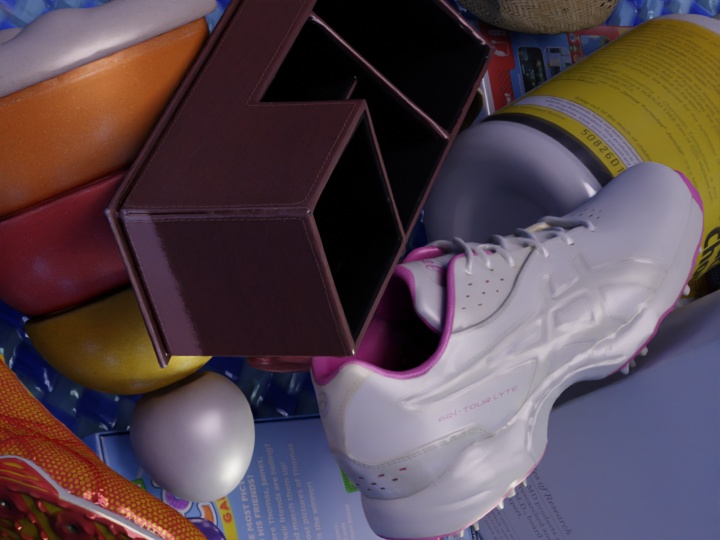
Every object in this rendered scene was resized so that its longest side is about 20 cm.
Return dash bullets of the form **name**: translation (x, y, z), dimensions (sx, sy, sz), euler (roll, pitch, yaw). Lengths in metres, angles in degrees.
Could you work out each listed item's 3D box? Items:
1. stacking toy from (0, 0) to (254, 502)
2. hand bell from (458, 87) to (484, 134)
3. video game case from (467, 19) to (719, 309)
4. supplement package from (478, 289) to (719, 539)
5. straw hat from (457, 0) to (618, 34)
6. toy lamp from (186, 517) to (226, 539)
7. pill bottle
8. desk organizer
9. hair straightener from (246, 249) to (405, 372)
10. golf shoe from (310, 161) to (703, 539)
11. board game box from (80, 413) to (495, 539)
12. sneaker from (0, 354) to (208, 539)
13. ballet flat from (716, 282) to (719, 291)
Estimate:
- **stacking toy**: translation (-0.096, -0.002, 1.067), dimensions (0.146, 0.146, 0.200), euler (-27, 100, -39)
- **hand bell**: translation (-0.028, -0.144, 1.202), dimensions (0.104, 0.104, 0.200), euler (-6, 68, -38)
- **video game case**: translation (0.137, -0.048, 1.325), dimensions (0.200, 0.017, 0.143), euler (-1, 77, -37)
- **supplement package**: translation (0.151, 0.076, 1.129), dimensions (0.117, 0.200, 0.117), euler (-31, 92, -38)
- **straw hat**: translation (0.082, -0.154, 1.268), dimensions (0.201, 0.201, 0.085), euler (9, 113, -34)
- **toy lamp**: translation (-0.138, 0.140, 1.014), dimensions (0.200, 0.058, 0.058), euler (-18, 87, -26)
- **pill bottle**: translation (0.129, -0.049, 1.235), dimensions (0.200, 0.112, 0.112), euler (-32, 96, -39)
- **desk organizer**: translation (-0.017, -0.054, 1.028), dimensions (0.200, 0.077, 0.072), euler (-65, 147, -47)
- **hair straightener**: translation (0.000, 0.000, 1.141), dimensions (0.200, 0.041, 0.077), euler (-2, 88, -69)
- **golf shoe**: translation (0.059, 0.013, 1.068), dimensions (0.200, 0.075, 0.092), euler (-47, 115, -28)
- **board game box**: translation (-0.019, 0.135, 1.137), dimensions (0.200, 0.037, 0.152), euler (-2, 76, -37)
- **sneaker**: translation (-0.134, 0.063, 0.999), dimensions (0.200, 0.073, 0.077), euler (26, 50, 15)
- **ballet flat**: translation (0.215, -0.016, 1.314), dimensions (0.200, 0.070, 0.065), euler (-43, 129, -46)
